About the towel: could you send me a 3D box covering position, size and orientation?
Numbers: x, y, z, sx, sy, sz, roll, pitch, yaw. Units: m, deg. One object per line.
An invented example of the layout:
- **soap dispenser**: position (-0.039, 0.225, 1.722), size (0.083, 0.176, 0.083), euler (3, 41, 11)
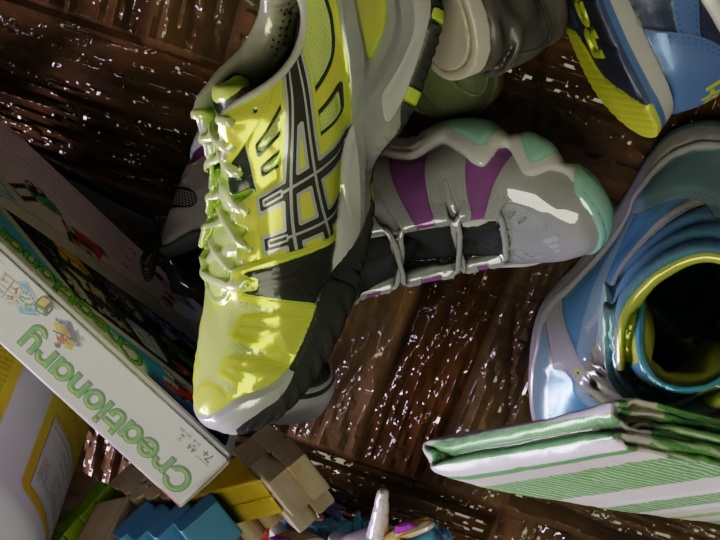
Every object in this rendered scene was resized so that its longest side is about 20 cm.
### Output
- **towel**: position (0.147, 0.090, 0.879), size (0.200, 0.023, 0.153), euler (12, 162, -30)

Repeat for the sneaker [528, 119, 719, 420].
- **sneaker**: position (0.122, 0.041, 0.872), size (0.079, 0.131, 0.200), euler (20, 126, -2)

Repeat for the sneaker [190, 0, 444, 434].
- **sneaker**: position (-0.036, -0.036, 0.758), size (0.076, 0.075, 0.200), euler (17, 89, -31)

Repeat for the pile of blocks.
- **pile of blocks**: position (-0.093, 0.134, 0.954), size (0.200, 0.082, 0.062), euler (-14, 124, 36)

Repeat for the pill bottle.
- **pill bottle**: position (-0.198, 0.099, 0.936), size (0.112, 0.200, 0.112), euler (4, 126, 6)

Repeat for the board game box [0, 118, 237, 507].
- **board game box**: position (-0.131, 0.002, 0.835), size (0.200, 0.126, 0.035), euler (44, 103, -10)

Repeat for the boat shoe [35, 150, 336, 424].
- **boat shoe**: position (-0.095, 0.008, 0.934), size (0.200, 0.071, 0.064), euler (27, 121, -9)

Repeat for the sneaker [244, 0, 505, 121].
- **sneaker**: position (-0.018, -0.124, 0.815), size (0.067, 0.090, 0.200), euler (-30, 112, 31)

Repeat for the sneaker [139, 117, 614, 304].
- **sneaker**: position (0.000, 0.000, 0.845), size (0.200, 0.140, 0.078), euler (9, 142, 24)

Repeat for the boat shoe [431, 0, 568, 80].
- **boat shoe**: position (0.030, -0.176, 0.782), size (0.067, 0.057, 0.200), euler (-10, 98, 59)

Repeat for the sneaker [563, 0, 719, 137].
- **sneaker**: position (0.110, -0.158, 0.779), size (0.082, 0.074, 0.200), euler (-23, 109, -6)

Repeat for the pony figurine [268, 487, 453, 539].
- **pony figurine**: position (-0.021, 0.198, 1.012), size (0.200, 0.167, 0.193), euler (-7, 112, 36)
